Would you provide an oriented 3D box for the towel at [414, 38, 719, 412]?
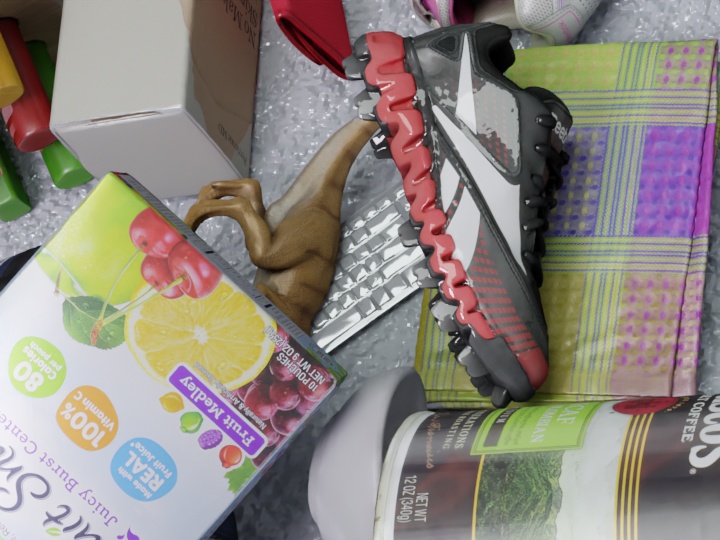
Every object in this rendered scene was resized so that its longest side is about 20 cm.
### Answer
[{"bbox_3d":[0.103,-0.018,1.362,0.143,0.023,0.201,-1,67,23],"label":"towel"}]

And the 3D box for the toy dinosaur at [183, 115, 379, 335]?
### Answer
[{"bbox_3d":[-0.033,-0.021,1.406,0.106,0.060,0.201,18,79,1],"label":"toy dinosaur"}]

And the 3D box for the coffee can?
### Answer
[{"bbox_3d":[0.123,0.127,1.210,0.199,0.146,0.147,-5,62,21],"label":"coffee can"}]

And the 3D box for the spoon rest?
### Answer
[{"bbox_3d":[-0.005,0.120,1.254,0.060,0.100,0.200,11,34,21],"label":"spoon rest"}]

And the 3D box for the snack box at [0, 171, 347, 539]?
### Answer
[{"bbox_3d":[-0.123,0.075,1.262,0.142,0.053,0.200,42,93,3],"label":"snack box"}]

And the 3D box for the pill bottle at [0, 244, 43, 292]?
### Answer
[{"bbox_3d":[-0.169,0.051,1.372,0.200,0.112,0.112,-18,58,29],"label":"pill bottle"}]

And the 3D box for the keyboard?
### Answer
[{"bbox_3d":[0.000,0.000,1.410,0.200,0.011,0.056,-36,56,3],"label":"keyboard"}]

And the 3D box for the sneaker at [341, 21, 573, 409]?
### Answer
[{"bbox_3d":[0.063,-0.035,1.331,0.098,0.071,0.201,-19,68,2],"label":"sneaker"}]

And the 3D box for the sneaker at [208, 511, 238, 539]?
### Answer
[{"bbox_3d":[-0.068,0.144,1.322,0.199,0.081,0.147,-1,68,29],"label":"sneaker"}]

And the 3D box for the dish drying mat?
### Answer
[{"bbox_3d":[-0.041,-0.197,1.492,0.018,0.077,0.201,-23,57,20],"label":"dish drying mat"}]

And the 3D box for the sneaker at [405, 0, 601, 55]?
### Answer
[{"bbox_3d":[0.043,-0.171,1.438,0.200,0.081,0.088,21,72,31],"label":"sneaker"}]

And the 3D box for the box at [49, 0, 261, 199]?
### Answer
[{"bbox_3d":[-0.104,-0.145,1.482,0.078,0.095,0.201,-7,63,19],"label":"box"}]

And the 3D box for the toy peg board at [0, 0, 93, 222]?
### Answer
[{"bbox_3d":[-0.242,-0.076,1.453,0.200,0.199,0.098,-28,73,8],"label":"toy peg board"}]
